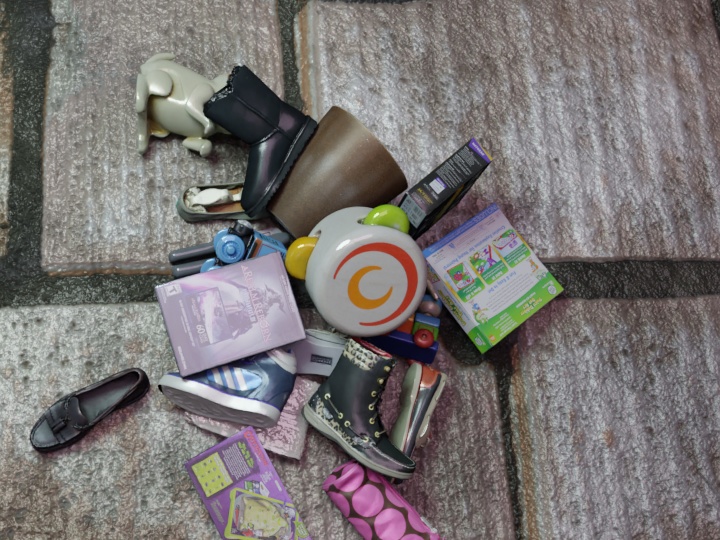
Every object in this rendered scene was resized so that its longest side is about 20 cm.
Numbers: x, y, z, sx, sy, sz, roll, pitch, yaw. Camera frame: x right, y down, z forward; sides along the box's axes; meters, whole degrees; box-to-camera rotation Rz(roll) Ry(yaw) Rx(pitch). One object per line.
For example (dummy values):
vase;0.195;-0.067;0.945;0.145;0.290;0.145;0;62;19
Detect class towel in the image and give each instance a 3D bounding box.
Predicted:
towel;-0.170;0.211;1.507;0.199;0.034;0.133;19;71;-5

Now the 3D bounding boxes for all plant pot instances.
plant pot;-0.056;-0.138;1.579;0.200;0.187;0.187;-43;84;-7

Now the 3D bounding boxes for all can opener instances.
can opener;-0.215;-0.034;1.559;0.199;0.067;0.054;-13;74;-16

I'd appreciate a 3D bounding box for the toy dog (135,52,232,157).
toy dog;-0.276;-0.282;1.607;0.199;0.140;0.195;2;46;-11

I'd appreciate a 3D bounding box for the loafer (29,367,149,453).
loafer;-0.416;0.206;1.445;0.199;0.063;0.072;-31;80;-19

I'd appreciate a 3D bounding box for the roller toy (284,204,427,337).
roller toy;0.000;0.000;1.478;0.199;0.140;0.183;-30;117;-3

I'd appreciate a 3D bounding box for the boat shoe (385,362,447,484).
boat shoe;0.089;0.251;1.527;0.062;0.071;0.201;21;73;-17

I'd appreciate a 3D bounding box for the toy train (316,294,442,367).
toy train;0.037;0.077;1.575;0.199;0.085;0.116;16;54;2

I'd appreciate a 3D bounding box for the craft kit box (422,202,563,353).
craft kit box;0.221;0.010;1.621;0.200;0.049;0.198;-32;78;-32

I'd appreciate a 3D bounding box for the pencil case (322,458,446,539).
pencil case;0.035;0.376;1.467;0.200;0.091;0.094;46;105;3

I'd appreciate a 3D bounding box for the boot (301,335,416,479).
boot;0.023;0.211;1.453;0.203;0.073;0.154;32;98;17

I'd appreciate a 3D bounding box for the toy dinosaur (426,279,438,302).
toy dinosaur;0.049;-0.023;1.585;0.199;0.089;0.047;21;28;16

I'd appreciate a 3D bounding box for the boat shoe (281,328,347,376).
boat shoe;-0.079;0.127;1.534;0.199;0.066;0.072;9;101;5

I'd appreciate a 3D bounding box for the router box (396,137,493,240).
router box;0.123;-0.121;1.582;0.157;0.200;0.052;-40;84;-21

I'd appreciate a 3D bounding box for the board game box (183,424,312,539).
board game box;-0.172;0.353;1.447;0.120;0.032;0.201;-28;87;-8

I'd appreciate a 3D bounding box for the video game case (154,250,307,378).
video game case;-0.196;0.065;1.435;0.199;0.019;0.144;-17;85;-13

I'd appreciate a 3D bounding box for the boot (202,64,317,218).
boot;-0.187;-0.210;1.526;0.168;0.076;0.201;33;86;-16

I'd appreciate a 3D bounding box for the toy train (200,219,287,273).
toy train;-0.199;0.022;1.504;0.114;0.087;0.201;23;97;-16

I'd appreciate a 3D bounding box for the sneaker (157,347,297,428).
sneaker;-0.197;0.153;1.470;0.199;0.081;0.147;14;57;5

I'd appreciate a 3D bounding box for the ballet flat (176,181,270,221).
ballet flat;-0.209;-0.120;1.590;0.199;0.064;0.068;-9;74;-14
